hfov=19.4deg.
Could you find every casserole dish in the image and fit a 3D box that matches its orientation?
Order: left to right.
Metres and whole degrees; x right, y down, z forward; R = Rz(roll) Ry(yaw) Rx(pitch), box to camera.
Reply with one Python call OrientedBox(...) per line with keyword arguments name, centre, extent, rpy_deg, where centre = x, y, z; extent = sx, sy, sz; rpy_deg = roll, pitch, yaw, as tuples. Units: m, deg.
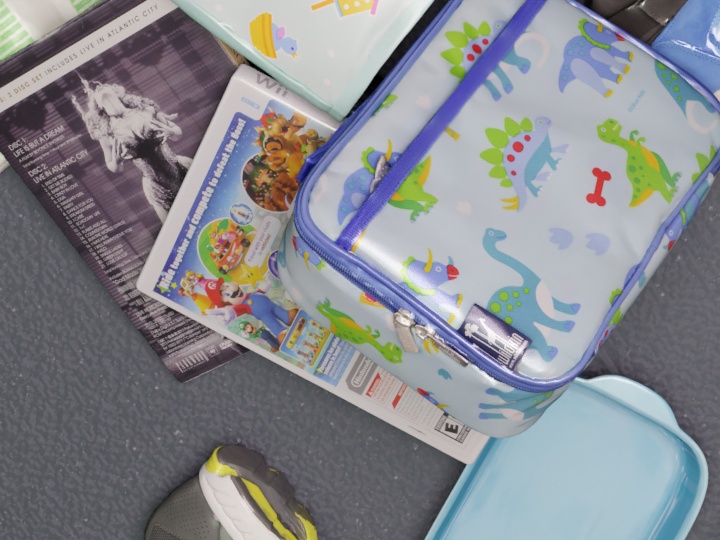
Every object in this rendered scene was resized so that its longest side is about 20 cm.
OrientedBox(name="casserole dish", centre=(0.105, 0.140, 1.137), extent=(0.121, 0.039, 0.201), rpy_deg=(27, 107, 0))

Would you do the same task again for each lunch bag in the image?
OrientedBox(name="lunch bag", centre=(-0.016, -0.193, 1.000), extent=(0.170, 0.122, 0.200), rpy_deg=(37, 92, -4))
OrientedBox(name="lunch bag", centre=(0.065, -0.036, 0.980), extent=(0.161, 0.200, 0.083), rpy_deg=(36, 151, 7))

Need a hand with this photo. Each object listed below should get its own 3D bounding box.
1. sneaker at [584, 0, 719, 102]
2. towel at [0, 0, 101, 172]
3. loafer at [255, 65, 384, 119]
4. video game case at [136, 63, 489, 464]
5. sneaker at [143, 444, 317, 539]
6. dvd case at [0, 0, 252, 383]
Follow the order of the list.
OrientedBox(name="sneaker", centre=(0.198, -0.156, 1.014), extent=(0.200, 0.077, 0.111), rpy_deg=(-36, 108, 23))
OrientedBox(name="towel", centre=(-0.172, -0.157, 1.095), extent=(0.200, 0.023, 0.153), rpy_deg=(-37, 98, 16))
OrientedBox(name="loafer", centre=(0.026, -0.045, 1.077), extent=(0.200, 0.068, 0.071), rpy_deg=(33, 107, -3))
OrientedBox(name="video game case", centre=(0.000, 0.000, 1.064), extent=(0.199, 0.018, 0.143), rpy_deg=(28, 124, -2))
OrientedBox(name="sneaker", centre=(-0.043, 0.193, 1.163), extent=(0.084, 0.074, 0.200), rpy_deg=(-33, 91, 22))
OrientedBox(name="dvd case", centre=(-0.095, -0.046, 1.087), extent=(0.148, 0.016, 0.200), rpy_deg=(-26, 111, 29))
